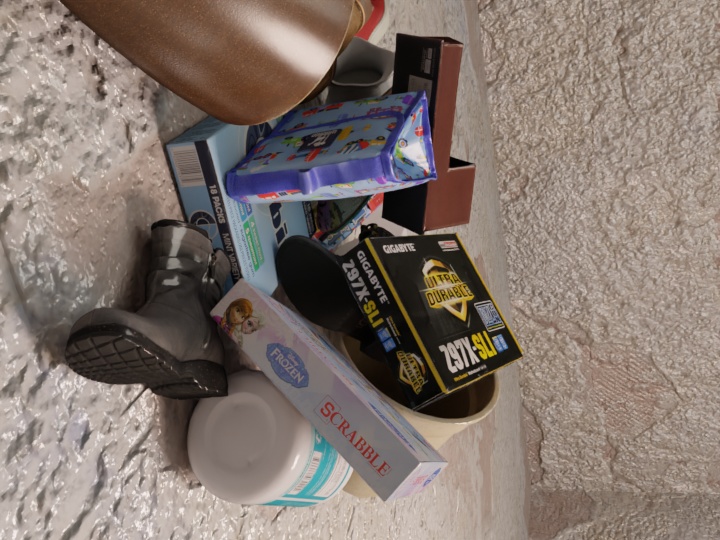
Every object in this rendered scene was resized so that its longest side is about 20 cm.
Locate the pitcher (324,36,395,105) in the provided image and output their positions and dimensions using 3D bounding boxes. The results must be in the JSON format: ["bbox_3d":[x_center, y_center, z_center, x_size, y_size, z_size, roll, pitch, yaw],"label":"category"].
[{"bbox_3d":[-0.009,-0.215,0.986,0.172,0.120,0.201,52,-15,33],"label":"pitcher"}]

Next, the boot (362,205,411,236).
[{"bbox_3d":[0.044,-0.094,1.207,0.201,0.073,0.097,71,16,-61],"label":"boot"}]

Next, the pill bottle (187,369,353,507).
[{"bbox_3d":[-0.070,0.165,0.712,0.200,0.109,0.112,46,44,-65],"label":"pill bottle"}]

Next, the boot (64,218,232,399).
[{"bbox_3d":[-0.154,0.020,0.570,0.200,0.069,0.133,65,22,-71],"label":"boot"}]

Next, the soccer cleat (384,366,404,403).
[{"bbox_3d":[0.040,0.102,0.972,0.068,0.080,0.202,-93,-168,-68],"label":"soccer cleat"}]

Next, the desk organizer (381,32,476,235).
[{"bbox_3d":[0.081,-0.148,0.817,0.076,0.071,0.202,-12,117,-36],"label":"desk organizer"}]

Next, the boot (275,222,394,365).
[{"bbox_3d":[0.000,0.000,0.820,0.200,0.069,0.175,42,29,-19],"label":"boot"}]

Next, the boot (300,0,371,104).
[{"bbox_3d":[-0.061,-0.219,0.787,0.076,0.073,0.200,-58,-170,-25],"label":"boot"}]

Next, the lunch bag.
[{"bbox_3d":[-0.023,-0.099,0.698,0.200,0.149,0.095,-53,135,-65],"label":"lunch bag"}]

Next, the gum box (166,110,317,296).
[{"bbox_3d":[-0.107,-0.076,0.749,0.200,0.044,0.172,-61,144,-59],"label":"gum box"}]

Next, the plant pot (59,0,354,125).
[{"bbox_3d":[-0.133,-0.218,0.523,0.199,0.185,0.190,9,78,-57],"label":"plant pot"}]

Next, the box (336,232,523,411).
[{"bbox_3d":[0.078,0.042,0.767,0.199,0.049,0.161,-6,67,-58],"label":"box"}]

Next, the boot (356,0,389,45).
[{"bbox_3d":[-0.018,-0.384,1.054,0.145,0.072,0.201,68,29,-42],"label":"boot"}]

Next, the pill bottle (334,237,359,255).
[{"bbox_3d":[0.030,0.062,1.044,0.111,0.110,0.202,-67,149,-54],"label":"pill bottle"}]

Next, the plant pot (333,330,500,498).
[{"bbox_3d":[0.031,0.156,0.871,0.185,0.199,0.201,-63,180,32],"label":"plant pot"}]

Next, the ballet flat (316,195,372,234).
[{"bbox_3d":[0.007,-0.134,0.855,0.200,0.069,0.071,-47,129,-8],"label":"ballet flat"}]

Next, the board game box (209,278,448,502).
[{"bbox_3d":[-0.017,0.107,0.648,0.041,0.200,0.200,-46,161,-2],"label":"board game box"}]

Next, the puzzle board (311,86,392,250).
[{"bbox_3d":[0.003,-0.119,0.928,0.200,0.017,0.151,-44,148,-6],"label":"puzzle board"}]
